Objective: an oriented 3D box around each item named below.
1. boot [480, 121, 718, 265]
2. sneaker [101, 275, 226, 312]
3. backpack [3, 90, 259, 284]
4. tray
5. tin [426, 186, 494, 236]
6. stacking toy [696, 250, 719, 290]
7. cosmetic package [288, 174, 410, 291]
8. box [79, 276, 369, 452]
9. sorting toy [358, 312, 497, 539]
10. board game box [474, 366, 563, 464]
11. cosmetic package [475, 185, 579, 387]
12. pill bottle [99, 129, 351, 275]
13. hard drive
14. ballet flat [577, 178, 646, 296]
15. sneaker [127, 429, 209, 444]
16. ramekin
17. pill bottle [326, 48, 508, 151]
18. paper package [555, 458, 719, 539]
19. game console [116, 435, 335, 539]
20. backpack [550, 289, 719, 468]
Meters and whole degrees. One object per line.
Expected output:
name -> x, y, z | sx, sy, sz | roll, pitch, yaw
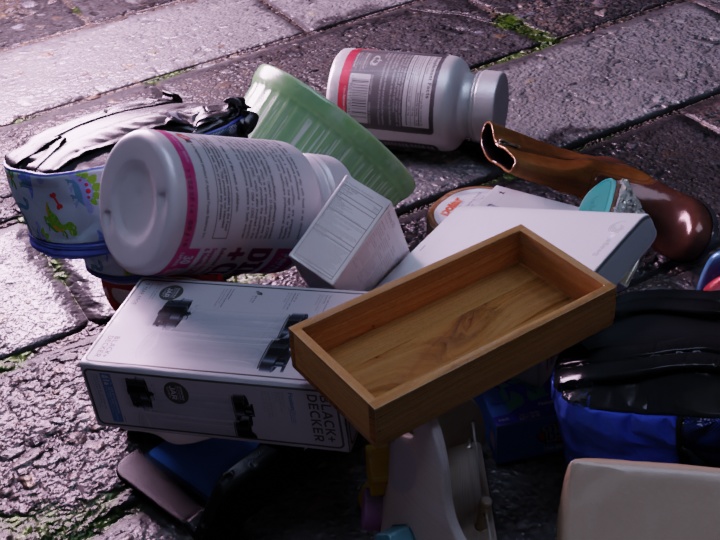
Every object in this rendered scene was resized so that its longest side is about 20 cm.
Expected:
boot -> 0.230, -0.083, 1.120 | 0.198, 0.069, 0.189 | 17, 26, -25
sneaker -> -0.145, 0.007, 1.115 | 0.198, 0.079, 0.116 | 17, 42, 27
backpack -> -0.210, -0.071, 1.060 | 0.199, 0.148, 0.182 | -23, 22, -34
tray -> 0.063, 0.038, 0.762 | 0.199, 0.037, 0.099 | -23, 39, -27
tin -> 0.159, -0.035, 1.171 | 0.199, 0.042, 0.112 | 17, 36, 29
stacking toy -> 0.319, 0.088, 0.936 | 0.115, 0.110, 0.201 | 15, 53, 12
cosmetic package -> 0.000, 0.000, 0.982 | 0.050, 0.200, 0.083 | 34, 79, 19
box -> -0.088, 0.065, 0.847 | 0.198, 0.061, 0.117 | 2, 34, 15
sorting toy -> 0.046, 0.133, 0.816 | 0.106, 0.181, 0.201 | -4, 34, 1
board game box -> 0.160, 0.073, 1.007 | 0.151, 0.045, 0.201 | -11, 34, -8
cosmetic package -> 0.138, 0.006, 1.022 | 0.150, 0.052, 0.200 | 16, 40, 31
pill bottle -> -0.104, -0.054, 0.958 | 0.199, 0.114, 0.113 | -1, 24, -43
hard drive -> 0.116, -0.003, 0.912 | 0.132, 0.026, 0.199 | -44, 29, -28
ballet flat -> 0.193, 0.000, 0.936 | 0.071, 0.072, 0.200 | 13, 44, 25
sneaker -> -0.152, 0.087, 0.932 | 0.199, 0.085, 0.073 | -5, 21, 44
ramekin -> -0.051, -0.106, 1.161 | 0.200, 0.200, 0.098 | 34, 85, 42
pill bottle -> 0.068, -0.198, 1.351 | 0.198, 0.112, 0.111 | 8, 37, 18
paper package -> 0.204, 0.215, 0.659 | 0.189, 0.202, 0.103 | 3, -9, 12
game console -> -0.079, 0.114, 0.924 | 0.199, 0.176, 0.116 | -33, 72, -34
backpack -> 0.238, 0.108, 0.812 | 0.198, 0.169, 0.163 | 2, 28, 27
